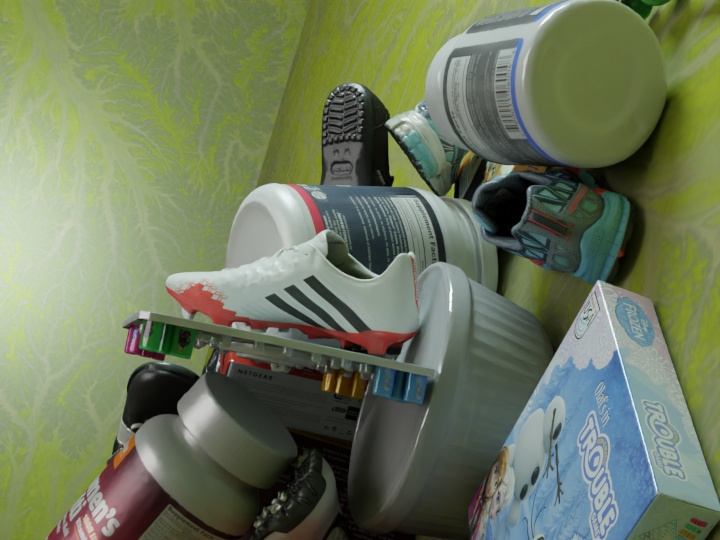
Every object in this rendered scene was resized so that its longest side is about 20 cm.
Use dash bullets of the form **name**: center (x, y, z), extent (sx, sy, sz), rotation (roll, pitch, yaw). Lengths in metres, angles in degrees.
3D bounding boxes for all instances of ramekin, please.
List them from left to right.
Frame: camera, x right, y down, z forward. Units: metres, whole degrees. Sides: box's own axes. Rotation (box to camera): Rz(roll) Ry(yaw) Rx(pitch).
- **ramekin**: center (0.068, 0.103, 1.026), extent (0.202, 0.093, 0.205), rotation (-162, 90, -79)

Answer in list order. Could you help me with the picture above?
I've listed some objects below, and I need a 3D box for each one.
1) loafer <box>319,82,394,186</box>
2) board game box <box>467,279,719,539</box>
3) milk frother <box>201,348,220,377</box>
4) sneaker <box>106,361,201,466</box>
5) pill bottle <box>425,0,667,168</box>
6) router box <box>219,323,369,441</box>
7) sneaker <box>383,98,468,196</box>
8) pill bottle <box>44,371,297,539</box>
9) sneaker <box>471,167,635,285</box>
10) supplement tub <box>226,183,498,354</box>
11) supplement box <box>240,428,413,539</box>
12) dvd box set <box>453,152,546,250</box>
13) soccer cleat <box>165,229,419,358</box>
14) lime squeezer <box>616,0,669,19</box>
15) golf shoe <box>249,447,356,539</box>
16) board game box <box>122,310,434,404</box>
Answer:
- **loafer**: center (0.003, -0.069, 1.287), extent (0.072, 0.071, 0.203), rotation (10, 94, 40)
- **board game box**: center (0.125, 0.142, 0.816), extent (0.201, 0.043, 0.200), rotation (-91, 23, -59)
- **milk frother**: center (-0.093, 0.191, 1.413), extent (0.200, 0.186, 0.182), rotation (155, 134, -75)
- **sneaker**: center (-0.171, 0.160, 1.147), extent (0.089, 0.073, 0.201), rotation (-83, 8, -46)
- **pill bottle**: center (0.126, -0.133, 1.015), extent (0.115, 0.113, 0.200), rotation (-71, 20, -1)
- **router box**: center (-0.024, 0.083, 1.221), extent (0.180, 0.198, 0.049), rotation (-102, 27, -68)
- **sneaker**: center (0.082, -0.121, 1.267), extent (0.086, 0.078, 0.200), rotation (-35, -2, 5)
- **pill bottle**: center (-0.143, 0.177, 1.020), extent (0.200, 0.109, 0.110), rotation (-49, 15, 8)
- **sneaker**: center (0.123, -0.047, 0.993), extent (0.200, 0.095, 0.080), rotation (-149, 79, -78)
- **supplement tub**: center (0.000, 0.000, 1.163), extent (0.140, 0.198, 0.142), rotation (1, 91, 60)
- **supplement box**: center (-0.068, 0.244, 1.188), extent (0.133, 0.195, 0.202), rotation (122, 162, -46)
- **dvd box set**: center (0.132, -0.107, 1.216), extent (0.147, 0.029, 0.201), rotation (-84, 16, -48)
- **soccer cleat**: center (-0.049, 0.009, 1.026), extent (0.069, 0.198, 0.086), rotation (-12, -69, -69)
- **lime squeezer**: center (0.200, -0.184, 0.995), extent (0.200, 0.037, 0.071), rotation (138, 148, -67)
- **golf shoe**: center (-0.030, 0.191, 1.021), extent (0.077, 0.088, 0.200), rotation (-53, -8, -20)
- **board game box**: center (-0.068, 0.064, 0.990), extent (0.200, 0.198, 0.026), rotation (164, 117, -76)
